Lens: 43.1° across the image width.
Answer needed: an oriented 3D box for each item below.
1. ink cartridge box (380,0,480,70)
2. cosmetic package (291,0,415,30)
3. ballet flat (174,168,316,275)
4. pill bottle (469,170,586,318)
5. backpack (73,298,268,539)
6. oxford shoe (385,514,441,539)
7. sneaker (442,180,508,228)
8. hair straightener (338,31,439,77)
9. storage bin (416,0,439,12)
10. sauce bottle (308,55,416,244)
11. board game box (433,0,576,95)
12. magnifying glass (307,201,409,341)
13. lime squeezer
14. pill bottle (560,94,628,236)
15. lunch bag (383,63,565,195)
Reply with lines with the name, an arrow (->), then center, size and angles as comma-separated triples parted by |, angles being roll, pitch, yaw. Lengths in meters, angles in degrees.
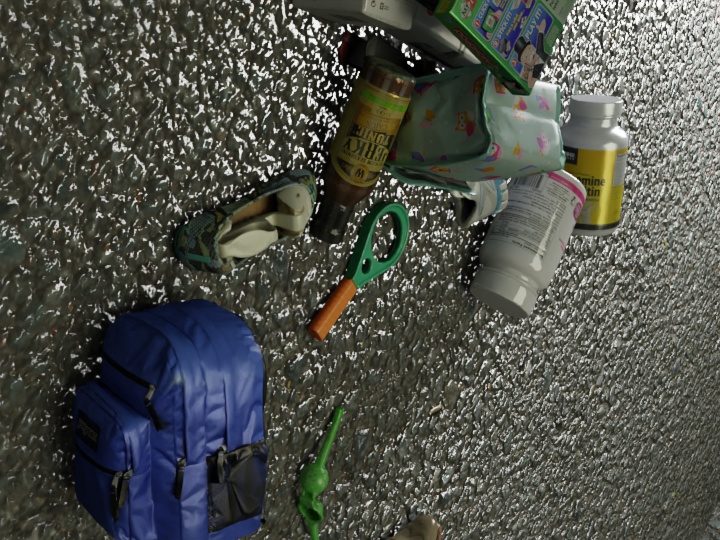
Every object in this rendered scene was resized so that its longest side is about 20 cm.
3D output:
ink cartridge box -> 0.120, -0.312, 1.052 | 0.198, 0.084, 0.149 | 22, 86, -38
cosmetic package -> 0.007, -0.355, 0.913 | 0.084, 0.106, 0.205 | 2, 103, -50
ballet flat -> -0.096, -0.046, 0.928 | 0.199, 0.073, 0.076 | -34, 128, -40
pill bottle -> 0.237, -0.043, 1.310 | 0.113, 0.112, 0.203 | 39, 73, -50
backpack -> -0.169, 0.135, 0.827 | 0.166, 0.161, 0.205 | -8, 111, -46
oxford shoe -> 0.044, 0.405, 1.270 | 0.200, 0.069, 0.076 | -42, 127, -36
sneaker -> 0.139, -0.142, 1.189 | 0.086, 0.074, 0.203 | -36, 128, -26
hair straightener -> 0.061, -0.222, 1.051 | 0.199, 0.076, 0.042 | 21, 86, -52
storage bin -> 0.145, -0.359, 0.953 | 0.134, 0.093, 0.204 | 23, 85, -36
sauce bottle -> -0.002, -0.126, 0.991 | 0.064, 0.064, 0.203 | -5, 123, -50
board game box -> 0.164, -0.298, 0.904 | 0.134, 0.029, 0.203 | 34, 79, -34
magnifying glass -> 0.000, 0.000, 1.103 | 0.201, 0.022, 0.080 | -53, 138, -23
lime squeezer -> -0.056, 0.275, 1.133 | 0.071, 0.037, 0.205 | -46, 143, -77
pill bottle -> 0.355, -0.164, 1.414 | 0.111, 0.111, 0.205 | -19, 117, -46
lunch bag -> 0.109, -0.155, 1.045 | 0.169, 0.197, 0.125 | 1, 84, -49
